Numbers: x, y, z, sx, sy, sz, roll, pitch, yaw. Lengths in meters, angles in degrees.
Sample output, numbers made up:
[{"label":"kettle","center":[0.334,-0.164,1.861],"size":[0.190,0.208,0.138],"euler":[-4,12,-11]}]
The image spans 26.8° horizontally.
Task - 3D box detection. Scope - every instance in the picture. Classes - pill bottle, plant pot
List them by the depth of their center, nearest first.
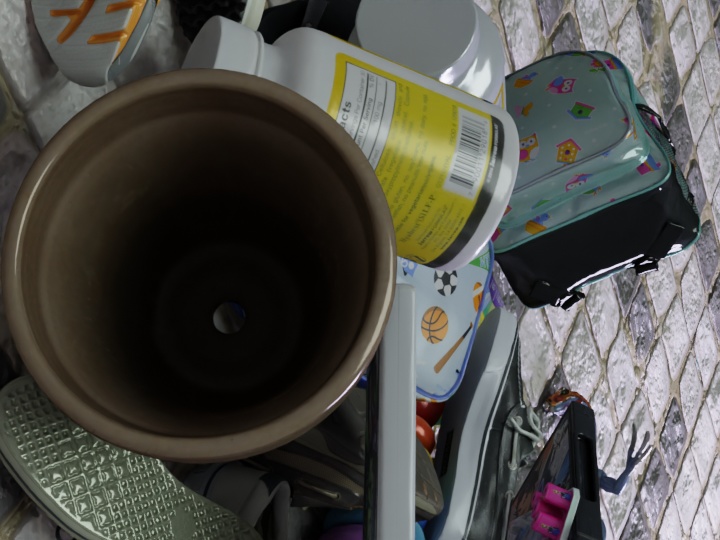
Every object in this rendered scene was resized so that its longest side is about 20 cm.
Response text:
[{"label":"plant pot","center":[-0.079,0.010,0.830],"size":[0.175,0.198,0.203],"euler":[81,14,-79]},{"label":"pill bottle","center":[-0.012,-0.081,0.922],"size":[0.198,0.111,0.112],"euler":[20,67,-21]},{"label":"pill bottle","center":[0.047,-0.128,1.063],"size":[0.200,0.111,0.113],"euler":[70,27,-70]}]

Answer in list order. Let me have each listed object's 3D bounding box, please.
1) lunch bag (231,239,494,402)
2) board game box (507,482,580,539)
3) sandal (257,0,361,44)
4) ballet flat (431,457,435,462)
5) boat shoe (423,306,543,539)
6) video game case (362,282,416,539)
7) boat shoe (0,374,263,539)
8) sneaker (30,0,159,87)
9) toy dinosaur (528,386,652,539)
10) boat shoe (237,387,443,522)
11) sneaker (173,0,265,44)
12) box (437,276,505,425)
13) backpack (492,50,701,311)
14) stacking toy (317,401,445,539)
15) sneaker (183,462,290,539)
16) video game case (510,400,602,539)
[{"label":"lunch bag","center":[0.000,0.000,1.038],"size":[0.199,0.075,0.162],"euler":[33,67,-36]},{"label":"board game box","center":[0.089,0.268,1.120],"size":[0.200,0.026,0.201],"euler":[125,-12,-66]},{"label":"sandal","center":[-0.031,-0.158,1.055],"size":[0.200,0.042,0.077],"euler":[-51,131,-48]},{"label":"ballet flat","center":[0.046,0.241,1.137],"size":[0.071,0.069,0.201],"euler":[26,59,-8]},{"label":"boat shoe","center":[0.100,0.127,1.130],"size":[0.067,0.074,0.201],"euler":[21,60,-13]},{"label":"video game case","center":[0.015,0.119,0.876],"size":[0.182,0.023,0.202],"euler":[102,-11,-82]},{"label":"boat shoe","center":[-0.136,0.130,0.849],"size":[0.200,0.062,0.075],"euler":[43,54,-32]},{"label":"sneaker","center":[-0.129,-0.195,0.862],"size":[0.077,0.077,0.202],"euler":[42,54,-62]},{"label":"toy dinosaur","center":[0.190,0.211,1.427],"size":[0.182,0.104,0.201],"euler":[-77,-174,-46]},{"label":"boat shoe","center":[-0.025,0.118,1.006],"size":[0.199,0.073,0.075],"euler":[37,29,-33]},{"label":"sneaker","center":[-0.064,-0.227,0.975],"size":[0.093,0.070,0.202],"euler":[15,73,-52]},{"label":"box","center":[0.068,0.032,1.216],"size":[0.118,0.048,0.201],"euler":[-59,134,-43]},{"label":"backpack","center":[0.169,-0.092,1.259],"size":[0.154,0.175,0.201],"euler":[54,17,-33]},{"label":"stacking toy","center":[0.020,0.155,1.109],"size":[0.086,0.085,0.201],"euler":[60,34,-39]},{"label":"sneaker","center":[-0.076,0.221,0.933],"size":[0.073,0.070,0.202],"euler":[1,88,-60]},{"label":"video game case","center":[0.130,0.227,1.169],"size":[0.181,0.025,0.201],"euler":[-76,-170,-64]}]
